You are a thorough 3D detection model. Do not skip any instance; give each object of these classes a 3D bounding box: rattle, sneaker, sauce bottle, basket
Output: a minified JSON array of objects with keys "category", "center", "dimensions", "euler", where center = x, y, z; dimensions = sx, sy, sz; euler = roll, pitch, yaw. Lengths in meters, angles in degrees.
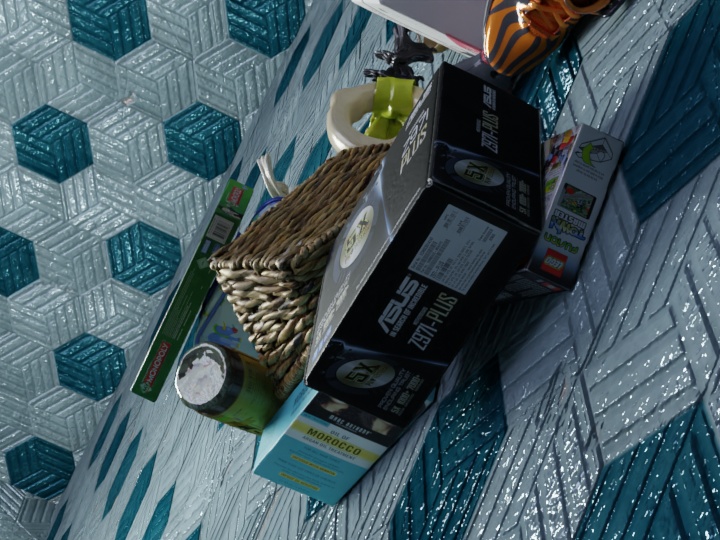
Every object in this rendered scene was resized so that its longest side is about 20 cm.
[{"category":"rattle","center":[0.034,-0.092,1.557],"dimensions":[0.200,0.129,0.143],"euler":[62,143,43]},{"category":"sneaker","center":[0.155,-0.218,1.230],"dimensions":[0.200,0.077,0.112],"euler":[-57,13,36]},{"category":"sauce bottle","center":[-0.085,0.117,1.392],"dimensions":[0.064,0.200,0.065],"euler":[-12,66,29]},{"category":"basket","center":[0.000,0.000,1.325],"dimensions":[0.142,0.150,0.200],"euler":[-2,31,47]}]

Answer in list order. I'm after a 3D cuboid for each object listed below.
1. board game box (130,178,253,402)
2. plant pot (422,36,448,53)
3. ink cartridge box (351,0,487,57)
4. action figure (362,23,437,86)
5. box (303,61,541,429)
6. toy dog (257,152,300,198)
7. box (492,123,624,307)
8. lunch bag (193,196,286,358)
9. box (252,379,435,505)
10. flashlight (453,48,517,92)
[{"category":"board game box","center":[-0.164,0.017,1.528],"dimensions":[0.135,0.029,0.201],"euler":[-88,24,-74]},{"category":"plant pot","center":[0.126,-0.326,1.721],"dimensions":[0.201,0.027,0.200],"euler":[-60,13,23]},{"category":"ink cartridge box","center":[0.080,-0.266,1.498],"dimensions":[0.085,0.145,0.200],"euler":[-65,11,8]},{"category":"action figure","center":[0.059,-0.302,1.661],"dimensions":[0.119,0.101,0.201],"euler":[113,177,-73]},{"category":"box","center":[0.045,-0.018,1.113],"dimensions":[0.200,0.086,0.164],"euler":[-58,13,34]},{"category":"toy dog","center":[-0.029,-0.043,1.645],"dimensions":[0.132,0.096,0.201],"euler":[66,-179,-54]},{"category":"box","center":[0.118,-0.033,1.120],"dimensions":[0.111,0.035,0.200],"euler":[-68,12,-12]},{"category":"lunch bag","center":[-0.067,0.031,1.513],"dimensions":[0.200,0.160,0.083],"euler":[-58,14,38]},{"category":"box","center":[-0.014,0.120,1.283],"dimensions":[0.200,0.082,0.049],"euler":[-53,18,49]},{"category":"flashlight","center":[0.125,-0.203,1.351],"dimensions":[0.200,0.068,0.068],"euler":[-59,2,39]}]
